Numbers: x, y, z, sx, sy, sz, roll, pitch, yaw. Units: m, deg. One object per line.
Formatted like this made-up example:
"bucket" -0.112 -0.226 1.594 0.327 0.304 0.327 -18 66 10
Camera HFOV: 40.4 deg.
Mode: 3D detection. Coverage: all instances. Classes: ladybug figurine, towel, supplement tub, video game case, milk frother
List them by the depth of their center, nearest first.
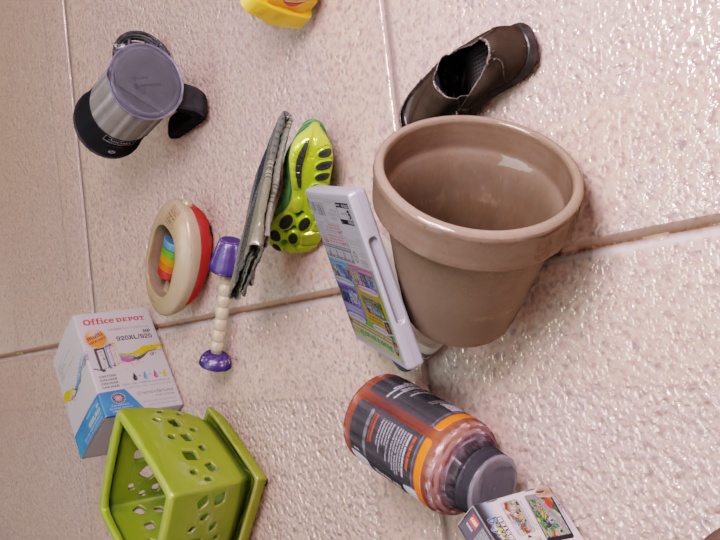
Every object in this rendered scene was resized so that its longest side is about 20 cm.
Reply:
"video game case" 0.000 0.000 1.032 0.200 0.022 0.185 -160 50 -74
"supplement tub" 0.075 0.192 1.052 0.199 0.106 0.109 24 112 50
"towel" -0.125 -0.077 1.266 0.193 0.034 0.203 127 156 -63
"milk frother" -0.342 -0.300 1.506 0.187 0.178 0.204 -21 83 55
"ladybug figurine" -0.282 -0.022 1.537 0.136 0.071 0.202 48 129 38

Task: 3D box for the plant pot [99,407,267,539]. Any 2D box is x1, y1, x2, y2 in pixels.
"plant pot" -0.258 0.328 1.448 0.200 0.179 0.202 43 125 42

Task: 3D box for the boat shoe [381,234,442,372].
"boat shoe" 0.022 0.027 1.138 0.062 0.072 0.201 -52 58 36

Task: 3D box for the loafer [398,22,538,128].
"loafer" 0.095 -0.197 1.019 0.199 0.070 0.074 -36 65 48

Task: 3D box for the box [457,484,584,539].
"box" 0.186 0.300 0.911 0.201 0.109 0.035 57 134 33

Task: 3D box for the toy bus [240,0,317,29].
"toy bus" -0.085 -0.433 1.210 0.191 0.135 0.203 -29 71 33

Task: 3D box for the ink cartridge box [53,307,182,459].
"ink cartridge box" -0.420 0.190 1.680 0.145 0.145 0.202 -53 54 41

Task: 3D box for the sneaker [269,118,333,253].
"sneaker" -0.071 -0.105 1.266 0.084 0.073 0.202 -85 12 -51

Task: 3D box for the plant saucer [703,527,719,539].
"plant saucer" 0.332 0.304 0.783 0.199 0.032 0.204 8 100 54

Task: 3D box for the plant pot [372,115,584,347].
"plant pot" 0.107 -0.026 0.951 0.200 0.198 0.177 45 145 41

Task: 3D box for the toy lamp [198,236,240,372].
"toy lamp" -0.205 0.050 1.455 0.058 0.057 0.204 29 116 48
